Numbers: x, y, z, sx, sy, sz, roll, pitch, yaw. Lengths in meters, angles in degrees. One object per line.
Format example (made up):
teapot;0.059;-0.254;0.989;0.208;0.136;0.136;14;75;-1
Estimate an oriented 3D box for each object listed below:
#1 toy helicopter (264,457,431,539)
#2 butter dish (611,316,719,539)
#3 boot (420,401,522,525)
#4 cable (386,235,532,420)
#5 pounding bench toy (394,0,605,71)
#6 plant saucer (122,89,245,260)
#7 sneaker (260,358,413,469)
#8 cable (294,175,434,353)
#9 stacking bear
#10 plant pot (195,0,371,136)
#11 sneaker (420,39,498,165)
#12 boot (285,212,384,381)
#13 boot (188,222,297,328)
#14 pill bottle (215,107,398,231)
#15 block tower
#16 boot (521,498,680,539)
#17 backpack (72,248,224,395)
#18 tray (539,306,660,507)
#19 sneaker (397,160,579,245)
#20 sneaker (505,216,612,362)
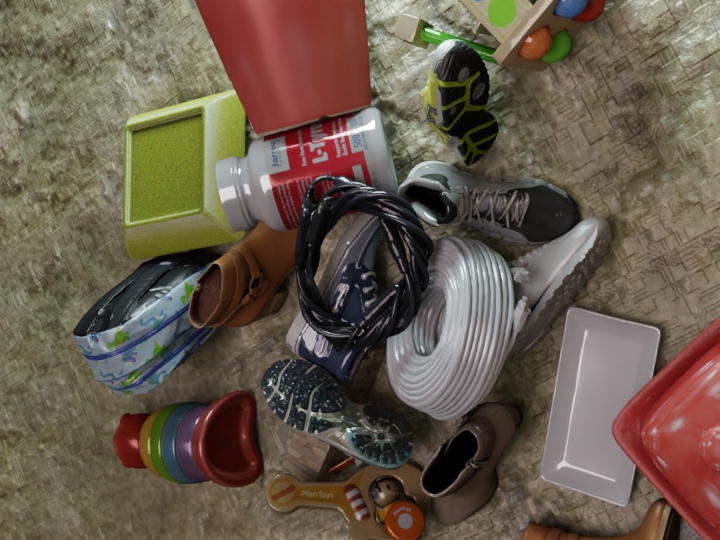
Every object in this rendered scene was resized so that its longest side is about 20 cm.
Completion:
toy helicopter;-0.014;0.260;1.401;0.197;0.079;0.134;3;67;-1
butter dish;0.360;0.166;1.139;0.200;0.148;0.200;-47;71;16
boot;0.109;0.224;1.311;0.070;0.146;0.201;36;113;21
cable;0.096;0.063;1.290;0.200;0.069;0.202;42;115;63
pounding bench toy;0.148;-0.273;1.244;0.156;0.124;0.200;50;117;17
plant saucer;-0.240;-0.127;1.517;0.198;0.048;0.202;-9;76;32
sneaker;-0.031;0.178;1.372;0.199;0.087;0.078;30;70;15
cable;0.000;0.000;1.303;0.162;0.051;0.202;16;111;18
stacking bear;-0.244;0.226;1.557;0.198;0.113;0.123;-5;93;36
plant pot;-0.075;-0.259;1.356;0.199;0.200;0.179;-10;98;32
sneaker;0.093;-0.182;1.253;0.076;0.200;0.075;40;78;23
boot;-0.001;0.028;1.385;0.090;0.073;0.201;30;91;20
boot;-0.130;-0.020;1.426;0.073;0.154;0.202;23;107;27
pill bottle;-0.061;-0.110;1.357;0.198;0.112;0.114;-14;88;5
block tower;-0.034;0.173;1.448;0.057;0.054;0.202;29;109;26
boot;0.255;0.308;1.282;0.154;0.076;0.202;27;116;30
backpack;-0.269;0.066;1.496;0.162;0.200;0.156;-5;102;31
tray;0.262;0.147;1.281;0.106;0.022;0.202;14;103;29
sneaker;0.131;-0.063;1.268;0.198;0.115;0.076;13;106;17
sneaker;0.192;0.009;1.279;0.081;0.076;0.201;51;120;25
